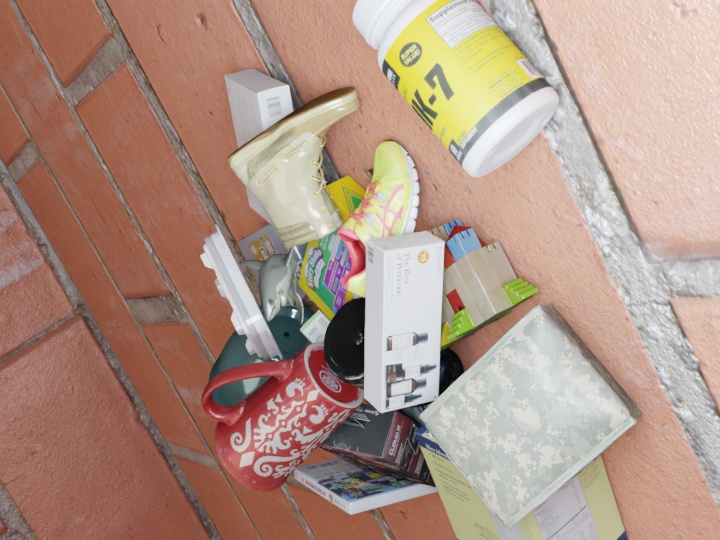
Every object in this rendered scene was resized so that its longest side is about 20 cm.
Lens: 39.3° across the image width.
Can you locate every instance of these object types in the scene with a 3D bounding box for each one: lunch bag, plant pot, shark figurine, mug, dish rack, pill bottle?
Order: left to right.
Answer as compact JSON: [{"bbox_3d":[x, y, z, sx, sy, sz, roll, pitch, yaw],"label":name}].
[{"bbox_3d":[-0.167,0.041,1.385,0.173,0.043,0.200,63,173,16],"label":"dish rack"},{"bbox_3d":[-0.127,0.006,1.419,0.214,0.088,0.130,45,-129,-85],"label":"shark figurine"},{"bbox_3d":[-0.148,0.155,1.736,0.200,0.199,0.189,47,140,20],"label":"plant pot"},{"bbox_3d":[-0.110,0.197,1.398,0.200,0.176,0.134,-43,51,29],"label":"mug"},{"bbox_3d":[0.051,0.115,1.320,0.111,0.113,0.199,32,-179,42],"label":"pill bottle"},{"bbox_3d":[0.088,-0.200,0.976,0.201,0.114,0.115,51,154,13],"label":"pill bottle"},{"bbox_3d":[0.182,0.163,1.112,0.164,0.200,0.117,50,-167,13],"label":"lunch bag"}]

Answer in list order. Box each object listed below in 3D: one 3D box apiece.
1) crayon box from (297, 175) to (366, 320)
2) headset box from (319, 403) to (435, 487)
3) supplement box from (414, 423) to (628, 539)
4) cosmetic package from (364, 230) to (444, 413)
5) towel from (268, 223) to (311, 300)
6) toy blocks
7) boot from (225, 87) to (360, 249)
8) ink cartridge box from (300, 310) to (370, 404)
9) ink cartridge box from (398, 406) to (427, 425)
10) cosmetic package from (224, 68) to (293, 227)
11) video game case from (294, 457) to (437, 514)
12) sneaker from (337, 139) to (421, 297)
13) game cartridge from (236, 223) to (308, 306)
[{"bbox_3d":[0.000,0.000,1.396,0.173,0.058,0.201,46,142,24],"label":"crayon box"},{"bbox_3d":[0.021,0.254,1.510,0.147,0.076,0.200,6,160,36],"label":"headset box"},{"bbox_3d":[0.204,0.275,1.288,0.199,0.134,0.201,15,132,55],"label":"supplement box"},{"bbox_3d":[0.051,0.061,1.179,0.051,0.082,0.202,32,127,56],"label":"cosmetic package"},{"bbox_3d":[-0.068,-0.027,1.559,0.199,0.030,0.147,-9,109,62],"label":"towel"},{"bbox_3d":[0.114,0.006,1.208,0.138,0.099,0.200,64,151,9],"label":"toy blocks"},{"bbox_3d":[-0.056,-0.128,1.286,0.199,0.073,0.156,-28,102,21],"label":"boot"},{"bbox_3d":[-0.010,0.148,1.528,0.145,0.048,0.200,44,176,20],"label":"ink cartridge box"},{"bbox_3d":[0.046,0.145,1.531,0.201,0.040,0.200,58,154,-1],"label":"ink cartridge box"},{"bbox_3d":[-0.129,-0.169,1.407,0.151,0.051,0.202,35,139,57],"label":"cosmetic package"},{"bbox_3d":[0.021,0.332,1.613,0.182,0.198,0.023,13,107,57],"label":"video game case"},{"bbox_3d":[0.018,-0.061,1.218,0.078,0.089,0.203,168,106,-69],"label":"sneaker"},{"bbox_3d":[-0.128,-0.010,1.610,0.200,0.041,0.134,-21,94,63],"label":"game cartridge"}]
